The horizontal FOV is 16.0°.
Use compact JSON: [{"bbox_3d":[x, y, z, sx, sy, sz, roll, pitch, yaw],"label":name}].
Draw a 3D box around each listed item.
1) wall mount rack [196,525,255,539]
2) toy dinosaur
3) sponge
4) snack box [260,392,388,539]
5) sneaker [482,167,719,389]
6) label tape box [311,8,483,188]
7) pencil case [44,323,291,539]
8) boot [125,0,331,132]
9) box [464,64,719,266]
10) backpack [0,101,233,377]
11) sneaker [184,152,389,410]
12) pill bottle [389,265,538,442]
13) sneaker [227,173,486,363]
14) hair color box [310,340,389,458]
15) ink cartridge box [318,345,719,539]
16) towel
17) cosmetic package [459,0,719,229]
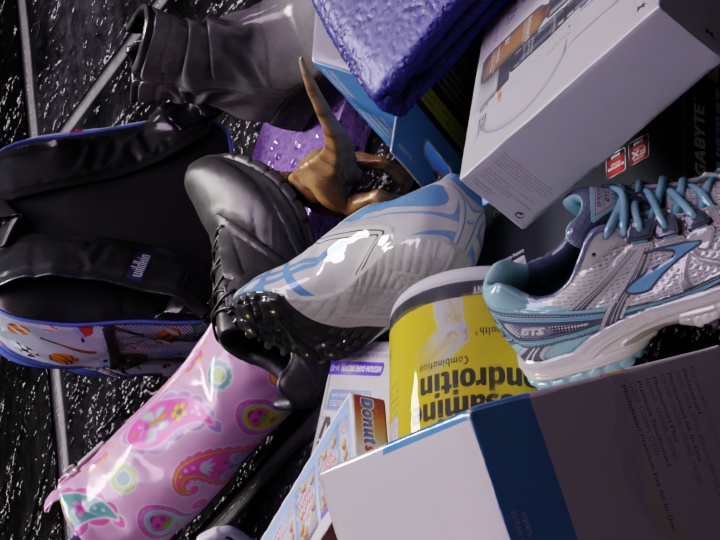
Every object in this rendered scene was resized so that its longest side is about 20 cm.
[{"bbox_3d":[-0.127,0.259,1.657,0.174,0.075,0.200,-34,47,18],"label":"wall mount rack"},{"bbox_3d":[-0.016,-0.061,1.622,0.200,0.106,0.060,133,152,-69],"label":"toy dinosaur"},{"bbox_3d":[-0.022,-0.124,1.760,0.112,0.030,0.200,28,101,61],"label":"sponge"},{"bbox_3d":[-0.034,0.163,1.495,0.072,0.024,0.200,-93,26,-47],"label":"snack box"},{"bbox_3d":[0.149,-0.012,1.309,0.200,0.086,0.078,-35,20,20],"label":"sneaker"},{"bbox_3d":[0.025,-0.132,1.565,0.066,0.143,0.200,-4,67,22],"label":"label tape box"},{"bbox_3d":[-0.118,0.111,1.700,0.200,0.087,0.087,-45,37,12],"label":"pencil case"},{"bbox_3d":[-0.081,-0.153,1.667,0.200,0.132,0.070,119,155,-55],"label":"boot"},{"bbox_3d":[0.133,-0.070,1.454,0.200,0.046,0.159,-29,51,50],"label":"box"},{"bbox_3d":[-0.182,-0.014,1.805,0.154,0.190,0.200,102,167,-55],"label":"backpack"},{"bbox_3d":[-0.064,0.005,1.633,0.200,0.091,0.076,51,155,29],"label":"sneaker"},{"bbox_3d":[0.072,0.107,1.402,0.112,0.112,0.200,-34,48,48],"label":"pill bottle"},{"bbox_3d":[0.000,0.000,1.523,0.200,0.072,0.073,-23,33,43],"label":"sneaker"},{"bbox_3d":[0.014,0.143,1.530,0.109,0.065,0.200,-2,75,60],"label":"hair color box"},{"bbox_3d":[0.108,0.124,1.263,0.129,0.200,0.125,-28,76,51],"label":"ink cartridge box"},{"bbox_3d":[0.024,-0.201,1.464,0.148,0.050,0.200,-50,48,26],"label":"towel"},{"bbox_3d":[0.127,-0.136,1.364,0.151,0.052,0.200,-39,24,32],"label":"cosmetic package"}]
